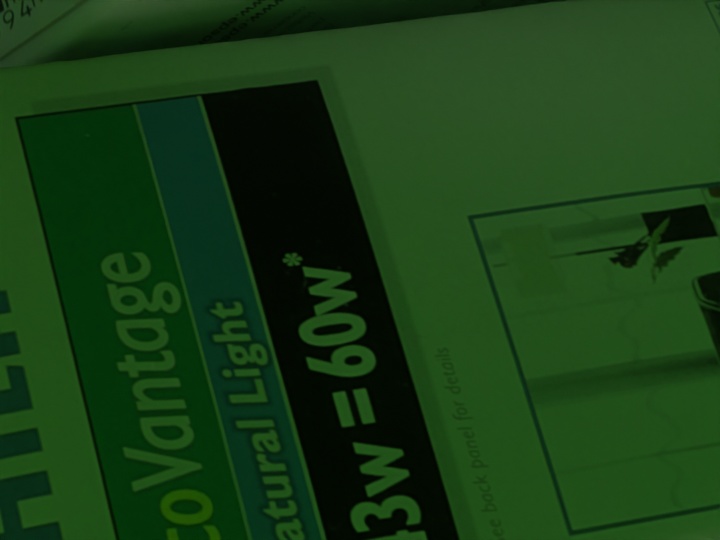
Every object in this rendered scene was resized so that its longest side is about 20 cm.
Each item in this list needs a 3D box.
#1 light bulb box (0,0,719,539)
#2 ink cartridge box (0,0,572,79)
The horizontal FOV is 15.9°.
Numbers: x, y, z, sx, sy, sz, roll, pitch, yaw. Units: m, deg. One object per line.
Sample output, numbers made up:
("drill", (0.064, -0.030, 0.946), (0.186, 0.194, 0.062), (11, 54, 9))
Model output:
("light bulb box", (-0.003, 0.055, 0.536), (0.198, 0.125, 0.199), (-8, 149, -17))
("ink cartridge box", (0.019, -0.047, 0.547), (0.196, 0.044, 0.200), (-32, 149, 21))
